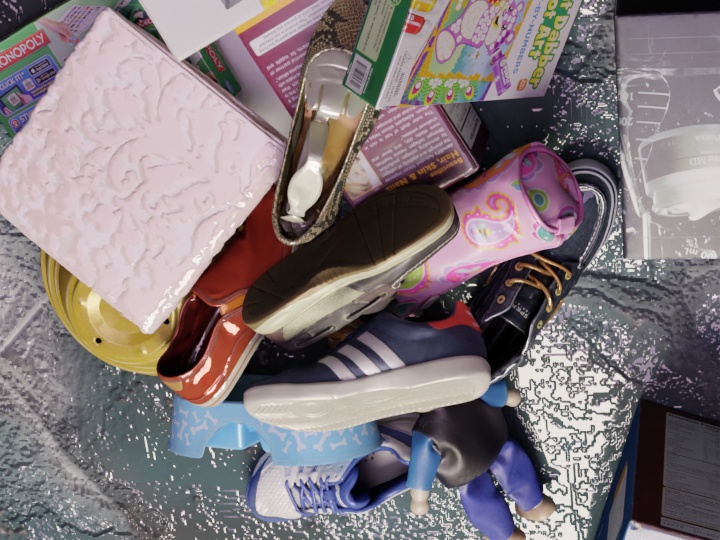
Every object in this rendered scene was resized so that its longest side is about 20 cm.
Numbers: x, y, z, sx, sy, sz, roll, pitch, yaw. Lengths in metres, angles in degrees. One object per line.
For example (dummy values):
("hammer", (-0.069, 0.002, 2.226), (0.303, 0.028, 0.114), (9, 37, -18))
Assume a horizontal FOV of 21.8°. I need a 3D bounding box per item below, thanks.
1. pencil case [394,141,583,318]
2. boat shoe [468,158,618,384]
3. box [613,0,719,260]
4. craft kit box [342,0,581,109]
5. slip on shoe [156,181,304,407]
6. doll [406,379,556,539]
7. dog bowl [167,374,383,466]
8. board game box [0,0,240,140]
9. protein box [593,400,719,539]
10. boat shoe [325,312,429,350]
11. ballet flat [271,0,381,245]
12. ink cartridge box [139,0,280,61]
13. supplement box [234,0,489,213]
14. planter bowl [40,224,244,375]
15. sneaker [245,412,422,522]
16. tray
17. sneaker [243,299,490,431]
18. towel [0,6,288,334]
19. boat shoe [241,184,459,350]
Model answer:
("pencil case", (0.082, -0.028, 1.494), (0.200, 0.088, 0.088), (-28, 106, 37))
("boat shoe", (0.145, 0.007, 1.518), (0.071, 0.091, 0.201), (30, 116, -3))
("box", (0.296, -0.121, 1.416), (0.199, 0.124, 0.198), (-1, 115, 12))
("craft kit box", (0.095, -0.220, 1.379), (0.048, 0.197, 0.201), (37, 121, 32))
("slip on shoe", (-0.105, 0.018, 1.534), (0.061, 0.074, 0.201), (22, 100, -41))
("doll", (0.089, 0.155, 1.573), (0.136, 0.048, 0.200), (-44, 124, -15))
("dog bowl", (-0.076, 0.124, 1.591), (0.199, 0.111, 0.050), (1, 102, 32))
("board game box", (-0.213, -0.159, 1.532), (0.199, 0.029, 0.135), (-24, 105, 27))
("protein box", (0.262, 0.252, 1.542), (0.134, 0.200, 0.199), (16, 116, 4))
("boat shoe", (-0.001, 0.059, 1.581), (0.199, 0.072, 0.068), (29, 115, -2))
("ballet flat", (-0.026, -0.106, 1.415), (0.067, 0.075, 0.201), (19, 116, 4))
("ink cartridge box", (-0.074, -0.251, 1.389), (0.199, 0.145, 0.088), (-29, 106, 3))
("supplement box", (0.003, -0.150, 1.479), (0.110, 0.086, 0.200), (-28, 106, 21))
("planter bowl", (-0.190, 0.018, 1.594), (0.199, 0.084, 0.201), (4, 115, 9))
("sneaker", (-0.022, 0.178, 1.629), (0.199, 0.088, 0.075), (-26, 108, 22))
("tray", (-0.098, -0.141, 1.535), (0.107, 0.022, 0.200), (-26, 106, 28))
("sneaker", (0.003, 0.071, 1.494), (0.199, 0.085, 0.075), (-9, 153, 6))
("towel", (-0.183, -0.080, 1.504), (0.191, 0.032, 0.200), (39, 107, -2))
("boat shoe", (0.000, 0.001, 1.472), (0.200, 0.072, 0.066), (-30, 132, 22))
